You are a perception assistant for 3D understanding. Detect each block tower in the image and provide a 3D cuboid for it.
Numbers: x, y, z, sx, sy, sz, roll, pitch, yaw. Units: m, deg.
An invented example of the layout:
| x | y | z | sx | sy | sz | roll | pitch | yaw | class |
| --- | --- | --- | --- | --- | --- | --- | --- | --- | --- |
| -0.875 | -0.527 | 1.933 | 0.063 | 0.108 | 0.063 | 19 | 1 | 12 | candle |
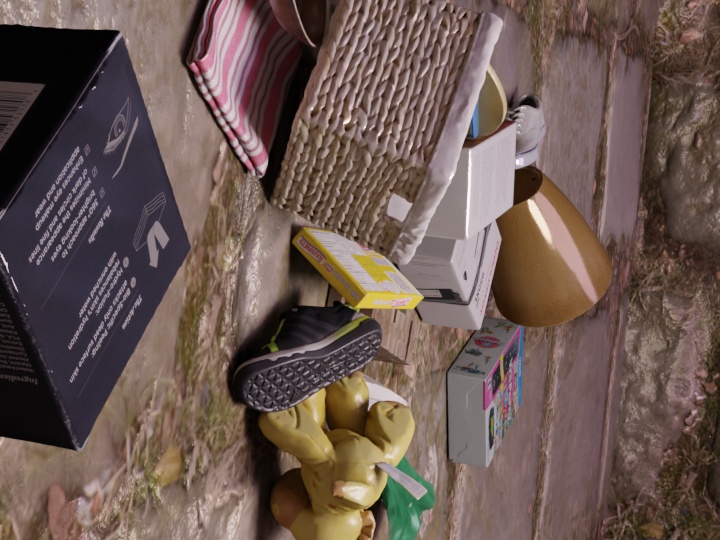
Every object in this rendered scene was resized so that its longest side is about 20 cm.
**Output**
| x | y | z | sx | sy | sz | roll | pitch | yaw | class |
| --- | --- | --- | --- | --- | --- | --- | --- | --- | --- |
| 0.016 | 0.066 | 1.862 | 0.200 | 0.057 | 0.054 | 36 | 62 | -67 | block tower |

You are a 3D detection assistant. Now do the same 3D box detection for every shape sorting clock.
| x | y | z | sx | sy | sz | roll | pitch | yaw | class |
| --- | --- | --- | --- | --- | --- | --- | --- | --- | --- |
| 0.072 | -0.218 | 1.714 | 0.039 | 0.199 | 0.200 | -54 | 151 | -18 | shape sorting clock |

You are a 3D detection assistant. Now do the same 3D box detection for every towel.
| x | y | z | sx | sy | sz | roll | pitch | yaw | class |
| --- | --- | --- | --- | --- | --- | --- | --- | --- | --- |
| -0.100 | -0.195 | 1.478 | 0.200 | 0.030 | 0.147 | 63 | 39 | -58 | towel |

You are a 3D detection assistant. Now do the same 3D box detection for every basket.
| x | y | z | sx | sy | sz | roll | pitch | yaw | class |
| --- | --- | --- | --- | --- | --- | --- | --- | --- | --- |
| 0.021 | -0.147 | 1.562 | 0.198 | 0.160 | 0.201 | 115 | -7 | -63 | basket |

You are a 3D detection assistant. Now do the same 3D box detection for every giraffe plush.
| x | y | z | sx | sy | sz | roll | pitch | yaw | class |
| --- | --- | --- | --- | --- | --- | --- | --- | --- | --- |
| -0.029 | 0.224 | 1.660 | 0.172 | 0.200 | 0.163 | -10 | 135 | -39 | giraffe plush |

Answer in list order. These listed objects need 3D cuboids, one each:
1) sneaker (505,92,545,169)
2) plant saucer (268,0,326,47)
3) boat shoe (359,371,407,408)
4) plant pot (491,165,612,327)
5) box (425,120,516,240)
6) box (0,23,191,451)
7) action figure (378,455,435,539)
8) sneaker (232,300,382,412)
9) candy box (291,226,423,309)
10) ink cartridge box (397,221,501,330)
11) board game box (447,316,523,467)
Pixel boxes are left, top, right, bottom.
| x | y | z | sx | sy | sz | roll | pitch | yaw | class |
| --- | --- | --- | --- | --- | --- | --- | --- | --- | --- |
| 0.231 | -0.208 | 2.387 | 0.200 | 0.073 | 0.071 | -62 | 139 | -62 | sneaker |
| -0.067 | -0.305 | 1.473 | 0.200 | 0.032 | 0.202 | -6 | 90 | -81 | plant saucer |
| 0.000 | 0.157 | 1.840 | 0.069 | 0.072 | 0.200 | -60 | 166 | -1 | boat shoe |
| 0.258 | -0.051 | 2.370 | 0.201 | 0.185 | 0.187 | 64 | 36 | -38 | plant pot |
| 0.082 | -0.113 | 1.844 | 0.200 | 0.151 | 0.107 | -35 | 129 | -66 | box |
| -0.219 | -0.024 | 1.059 | 0.201 | 0.117 | 0.197 | 77 | 27 | -42 | box |
| 0.033 | 0.258 | 1.982 | 0.201 | 0.054 | 0.119 | 66 | 37 | -44 | action figure |
| -0.066 | 0.081 | 1.626 | 0.199 | 0.083 | 0.072 | -18 | 137 | -44 | sneaker |
| 0.000 | 0.000 | 1.737 | 0.026 | 0.102 | 0.200 | -49 | 164 | 11 | candy box |
| 0.116 | -0.032 | 2.070 | 0.200 | 0.084 | 0.145 | 63 | 39 | -59 | ink cartridge box |
| 0.187 | 0.178 | 2.384 | 0.200 | 0.064 | 0.148 | -50 | 143 | -59 | board game box |
